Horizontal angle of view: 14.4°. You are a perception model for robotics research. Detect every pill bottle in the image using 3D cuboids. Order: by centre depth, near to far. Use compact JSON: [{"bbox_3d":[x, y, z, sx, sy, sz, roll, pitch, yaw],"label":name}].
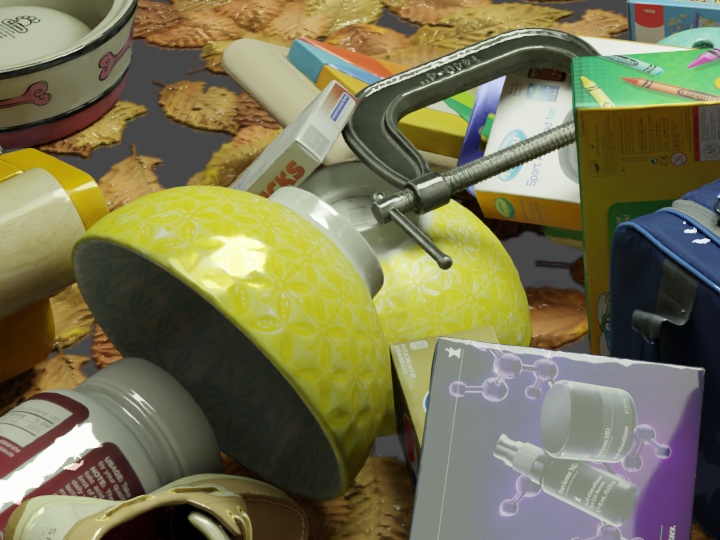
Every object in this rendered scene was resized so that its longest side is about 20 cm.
[{"bbox_3d":[-0.176,0.135,1.535,0.114,0.115,0.200,24,44,38],"label":"pill bottle"}]

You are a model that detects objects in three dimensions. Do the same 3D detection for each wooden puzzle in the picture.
[{"bbox_3d":[0.032,-0.102,1.860,0.199,0.037,0.185,6,24,-34],"label":"wooden puzzle"}]

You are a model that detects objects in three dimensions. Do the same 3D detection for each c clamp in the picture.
[{"bbox_3d":[0.079,-0.078,1.696,0.200,0.027,0.171,-27,43,-23],"label":"c clamp"}]

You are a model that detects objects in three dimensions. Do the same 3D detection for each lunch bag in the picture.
[{"bbox_3d":[0.208,0.042,1.530,0.132,0.201,0.136,-26,43,-23],"label":"lunch bag"}]

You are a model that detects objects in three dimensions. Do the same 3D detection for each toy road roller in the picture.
[{"bbox_3d":[-0.225,0.011,1.684,0.123,0.146,0.200,-27,24,-24],"label":"toy road roller"}]

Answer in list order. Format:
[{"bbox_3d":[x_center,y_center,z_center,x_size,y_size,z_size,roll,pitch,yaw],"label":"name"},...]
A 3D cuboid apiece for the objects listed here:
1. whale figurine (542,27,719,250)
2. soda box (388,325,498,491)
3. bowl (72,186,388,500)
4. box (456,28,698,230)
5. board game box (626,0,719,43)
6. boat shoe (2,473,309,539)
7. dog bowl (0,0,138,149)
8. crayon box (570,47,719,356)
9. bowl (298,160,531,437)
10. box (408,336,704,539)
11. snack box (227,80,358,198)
[{"bbox_3d":[0.198,-0.081,1.803,0.159,0.104,0.200,23,47,36],"label":"whale figurine"},{"bbox_3d":[0.065,0.116,1.562,0.064,0.068,0.200,-10,34,-6],"label":"soda box"},{"bbox_3d":[-0.051,0.019,1.575,0.200,0.200,0.108,25,62,39],"label":"bowl"},{"bbox_3d":[0.158,-0.082,1.749,0.199,0.042,0.119,9,65,16],"label":"box"},{"bbox_3d":[0.308,-0.205,2.012,0.199,0.056,0.196,7,36,19],"label":"board game box"},{"bbox_3d":[-0.093,0.148,1.490,0.066,0.074,0.200,8,8,43],"label":"boat shoe"},{"bbox_3d":[-0.251,-0.157,2.025,0.199,0.074,0.200,-5,33,3],"label":"dog bowl"},{"bbox_3d":[0.185,-0.027,1.636,0.118,0.201,0.058,-3,35,4],"label":"crayon box"},{"bbox_3d":[0.000,0.000,1.713,0.199,0.108,0.200,-5,34,3],"label":"bowl"},{"bbox_3d":[0.093,0.144,1.420,0.141,0.079,0.201,5,62,6],"label":"box"},{"bbox_3d":[-0.076,-0.034,1.727,0.024,0.200,0.072,39,38,-9],"label":"snack box"}]
